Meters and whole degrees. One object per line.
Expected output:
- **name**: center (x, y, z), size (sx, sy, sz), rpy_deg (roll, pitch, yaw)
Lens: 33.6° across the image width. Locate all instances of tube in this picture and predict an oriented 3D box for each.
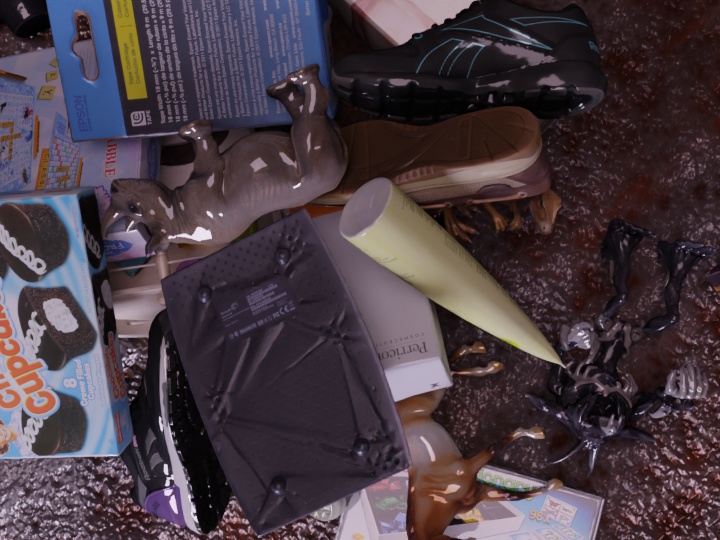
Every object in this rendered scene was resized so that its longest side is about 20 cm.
- **tube**: center (0.070, 0.009, 0.862), size (0.052, 0.200, 0.058), rpy_deg (-28, 39, 35)

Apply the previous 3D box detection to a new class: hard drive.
- **hard drive**: center (-0.052, 0.072, 0.848), size (0.134, 0.042, 0.201), rpy_deg (-26, 74, 8)

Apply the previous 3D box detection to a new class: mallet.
- **mallet**: center (-0.364, -0.202, 1.034), size (0.199, 0.041, 0.066), rpy_deg (-25, 84, 8)

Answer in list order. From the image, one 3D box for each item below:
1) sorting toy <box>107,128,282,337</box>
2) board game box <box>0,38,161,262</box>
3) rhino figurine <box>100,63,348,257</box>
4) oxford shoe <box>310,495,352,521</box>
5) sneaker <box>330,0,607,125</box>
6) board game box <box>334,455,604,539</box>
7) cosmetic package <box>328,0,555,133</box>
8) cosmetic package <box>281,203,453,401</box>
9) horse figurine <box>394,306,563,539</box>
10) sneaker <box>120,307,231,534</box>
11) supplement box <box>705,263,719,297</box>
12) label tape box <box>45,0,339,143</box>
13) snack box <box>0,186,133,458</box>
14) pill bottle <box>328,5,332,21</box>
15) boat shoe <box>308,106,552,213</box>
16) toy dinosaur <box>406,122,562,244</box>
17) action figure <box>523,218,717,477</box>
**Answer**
- **sorting toy**: center (-0.146, -0.046, 0.973), size (0.199, 0.107, 0.181), rpy_deg (-8, 76, 11)
- **board game box**: center (-0.259, -0.091, 0.963), size (0.198, 0.041, 0.201), rpy_deg (-9, 60, 11)
- **rhino figurine**: center (-0.100, -0.066, 0.852), size (0.199, 0.060, 0.088), rpy_deg (-25, 96, 9)
- **oxford shoe**: center (-0.072, 0.119, 0.963), size (0.200, 0.075, 0.058), rpy_deg (40, 54, 23)
- **sneaker**: center (0.077, -0.153, 0.870), size (0.199, 0.075, 0.080), rpy_deg (-1, 76, -1)
- **board game box**: center (0.083, 0.215, 0.957), size (0.199, 0.035, 0.127), rpy_deg (15, 87, 7)
- **cosmetic package**: center (0.073, -0.182, 0.949), size (0.200, 0.103, 0.087), rpy_deg (44, 91, 8)
- **cosmetic package**: center (0.000, 0.000, 0.930), size (0.101, 0.071, 0.201), rpy_deg (-15, 65, 5)
- **horse figurine**: center (0.066, 0.126, 0.930), size (0.132, 0.050, 0.201), rpy_deg (-23, 66, -11)
- **sneaker**: center (-0.162, 0.118, 0.937), size (0.087, 0.076, 0.201), rpy_deg (10, 119, 21)
- **supplement box**: center (0.360, 0.060, 0.898), size (0.085, 0.110, 0.201), rpy_deg (-33, 84, 3)
- **label tape box**: center (-0.123, -0.179, 0.888), size (0.199, 0.063, 0.145), rpy_deg (-4, 110, 5)
- **snack box**: center (-0.243, 0.041, 0.889), size (0.116, 0.037, 0.201), rpy_deg (-3, 104, 11)
- **pill bottle**: center (-0.125, -0.239, 0.969), size (0.200, 0.111, 0.111), rpy_deg (38, 91, 7)
- **boat shoe**: center (0.043, -0.067, 0.876), size (0.199, 0.072, 0.072), rpy_deg (-9, 51, 23)
- **toy dinosaur**: center (0.081, -0.085, 0.939), size (0.200, 0.107, 0.060), rpy_deg (36, 49, 24)
- **action figure**: center (0.201, 0.065, 0.922), size (0.118, 0.102, 0.201), rpy_deg (18, 87, -5)
